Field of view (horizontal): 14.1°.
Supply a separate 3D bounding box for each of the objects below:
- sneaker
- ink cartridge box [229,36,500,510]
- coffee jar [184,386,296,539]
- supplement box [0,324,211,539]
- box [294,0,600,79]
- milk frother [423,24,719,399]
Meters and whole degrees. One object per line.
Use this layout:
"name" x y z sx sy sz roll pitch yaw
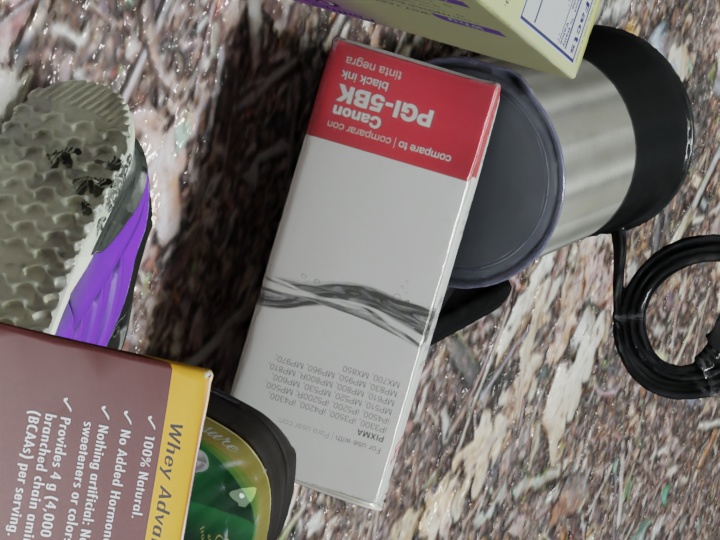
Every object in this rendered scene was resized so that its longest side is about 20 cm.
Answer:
"sneaker" -0.134 0.030 1.159 0.200 0.069 0.100 -61 156 -25
"ink cartridge box" 0.000 0.000 1.367 0.147 0.083 0.201 -18 124 -88
"coffee jar" -0.112 0.115 1.221 0.200 0.104 0.086 -37 145 -53
"supplement box" -0.175 0.107 0.937 0.200 0.132 0.198 17 80 -52
"box" -0.003 -0.167 1.182 0.200 0.175 0.097 27 81 -66
"milk frother" 0.119 -0.021 1.528 0.188 0.200 0.181 -21 128 -61
